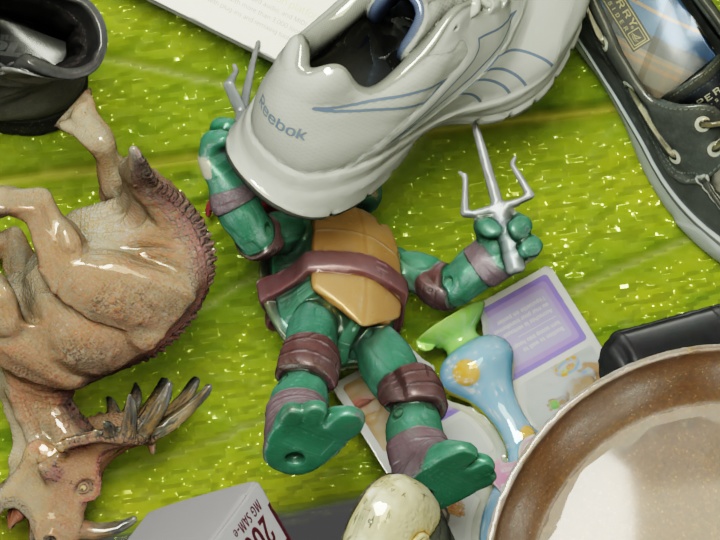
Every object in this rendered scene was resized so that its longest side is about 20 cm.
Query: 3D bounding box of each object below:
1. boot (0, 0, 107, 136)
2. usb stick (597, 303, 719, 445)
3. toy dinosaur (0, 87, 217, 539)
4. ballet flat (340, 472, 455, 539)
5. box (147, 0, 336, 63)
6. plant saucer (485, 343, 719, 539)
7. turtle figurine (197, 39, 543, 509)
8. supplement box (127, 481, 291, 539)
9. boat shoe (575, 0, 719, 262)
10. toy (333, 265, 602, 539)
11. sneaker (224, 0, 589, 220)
[{"bbox_3d":[-0.206,-0.097,1.243,0.199,0.132,0.070,-3,84,-6],"label":"boot"},{"bbox_3d":[0.195,0.031,1.293,0.199,0.033,0.056,-14,74,-23],"label":"usb stick"},{"bbox_3d":[-0.103,0.016,1.235,0.135,0.200,0.086,42,39,-2],"label":"toy dinosaur"},{"bbox_3d":[0.032,0.167,1.225,0.066,0.057,0.201,-32,127,-31],"label":"ballet flat"},{"bbox_3d":[-0.040,-0.202,1.302,0.144,0.036,0.200,25,92,-2],"label":"box"},{"bbox_3d":[0.148,0.131,1.208,0.199,0.034,0.201,-1,76,3],"label":"plant saucer"},{"bbox_3d":[0.000,0.000,1.257,0.149,0.101,0.200,5,52,-13],"label":"turtle figurine"},{"bbox_3d":[-0.036,0.197,1.169,0.061,0.109,0.200,-18,111,32],"label":"supplement box"},{"bbox_3d":[0.146,-0.076,1.313,0.069,0.057,0.200,-37,87,-9],"label":"boat shoe"},{"bbox_3d":[0.089,0.100,1.270,0.115,0.047,0.200,-28,73,-17],"label":"toy"},{"bbox_3d":[0.033,-0.097,1.222,0.074,0.087,0.200,42,56,13],"label":"sneaker"}]
